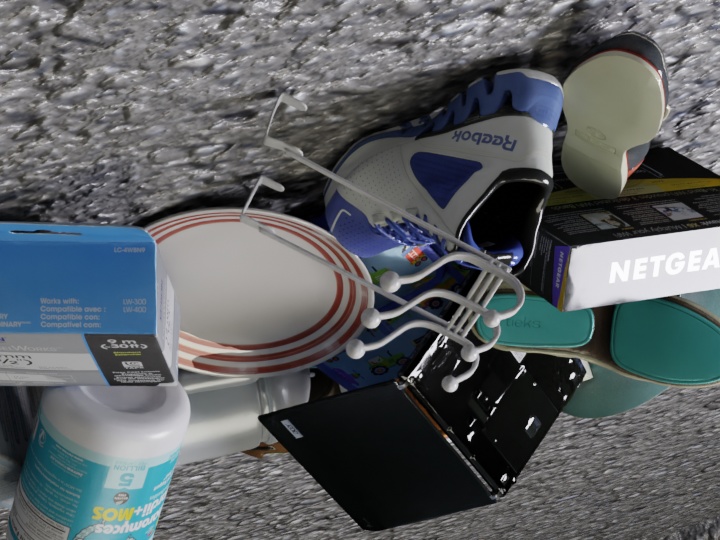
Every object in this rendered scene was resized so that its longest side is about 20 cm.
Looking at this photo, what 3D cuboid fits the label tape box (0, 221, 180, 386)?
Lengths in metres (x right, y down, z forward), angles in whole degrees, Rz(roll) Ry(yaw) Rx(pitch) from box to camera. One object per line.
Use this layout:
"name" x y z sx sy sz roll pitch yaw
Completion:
"label tape box" -0.203 0.025 1.358 0.142 0.067 0.200 1 164 1

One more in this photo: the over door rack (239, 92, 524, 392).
"over door rack" 0.001 -0.005 1.297 0.067 0.200 0.148 -50 175 -22

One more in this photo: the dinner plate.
"dinner plate" -0.089 0.013 1.459 0.199 0.024 0.201 1 140 1

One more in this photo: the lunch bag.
"lunch bag" 0.000 0.000 1.526 0.150 0.095 0.200 -26 145 24

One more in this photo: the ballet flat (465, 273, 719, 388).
"ballet flat" 0.175 0.037 1.451 0.199 0.070 0.070 13 161 2

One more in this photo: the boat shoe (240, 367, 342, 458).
"boat shoe" -0.094 0.132 1.726 0.199 0.072 0.068 -2 131 35

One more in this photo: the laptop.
"laptop" 0.053 0.095 1.543 0.103 0.200 0.177 21 158 44

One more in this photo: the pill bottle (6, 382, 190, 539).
"pill bottle" -0.203 0.168 1.513 0.110 0.111 0.201 -4 126 -36

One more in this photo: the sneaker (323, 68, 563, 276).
"sneaker" 0.055 -0.042 1.333 0.080 0.116 0.199 24 140 -37

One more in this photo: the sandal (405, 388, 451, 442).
"sandal" 0.108 0.054 1.598 0.206 0.079 0.059 -40 164 5

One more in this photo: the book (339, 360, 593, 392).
"book" 0.076 0.058 1.657 0.199 0.134 0.048 -20 168 14

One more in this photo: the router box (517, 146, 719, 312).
"router box" 0.188 -0.034 1.464 0.199 0.157 0.053 -7 115 -27

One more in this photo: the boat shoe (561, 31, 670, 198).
"boat shoe" 0.177 -0.114 1.355 0.063 0.071 0.200 -56 168 -17

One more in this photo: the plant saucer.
"plant saucer" 0.222 0.032 1.687 0.199 0.201 0.036 -27 125 30

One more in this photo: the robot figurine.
"robot figurine" -0.126 0.094 1.613 0.199 0.114 0.170 -12 174 -14

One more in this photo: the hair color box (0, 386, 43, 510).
"hair color box" -0.288 0.121 1.567 0.060 0.100 0.200 -17 162 6
